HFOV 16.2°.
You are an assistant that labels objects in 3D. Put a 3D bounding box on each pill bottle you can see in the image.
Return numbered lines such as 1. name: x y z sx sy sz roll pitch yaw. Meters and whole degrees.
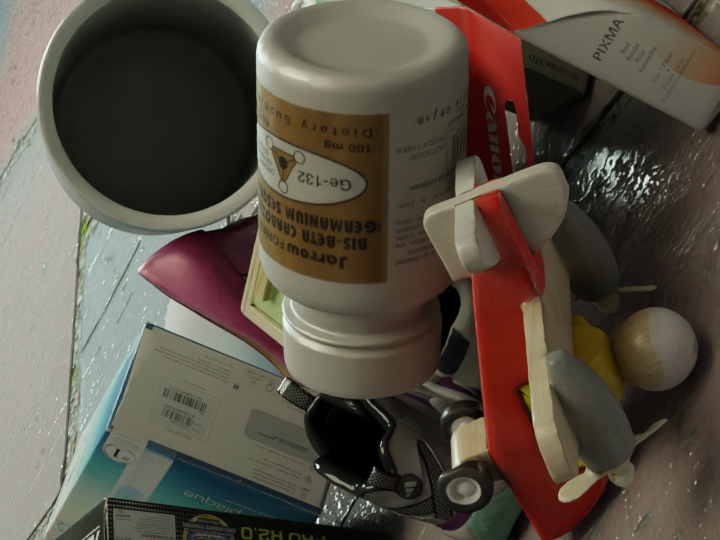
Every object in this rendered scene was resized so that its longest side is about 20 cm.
1. pill bottle: 0.001 -0.037 1.382 0.114 0.114 0.200 -111 18 -60

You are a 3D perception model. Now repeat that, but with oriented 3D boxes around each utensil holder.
1. utensil holder: -0.137 -0.106 1.731 0.200 0.170 0.170 162 128 -83

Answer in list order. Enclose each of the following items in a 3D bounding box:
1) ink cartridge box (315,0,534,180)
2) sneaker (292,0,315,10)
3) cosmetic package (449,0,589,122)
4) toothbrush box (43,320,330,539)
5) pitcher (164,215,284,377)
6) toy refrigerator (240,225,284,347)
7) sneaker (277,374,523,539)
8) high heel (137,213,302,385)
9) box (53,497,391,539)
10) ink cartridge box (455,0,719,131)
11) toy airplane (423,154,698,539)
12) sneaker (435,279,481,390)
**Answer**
1. ink cartridge box: 0.040 -0.085 1.517 0.200 0.050 0.161 -144 42 -62
2. sneaker: -0.018 -0.169 1.845 0.200 0.071 0.073 -60 -18 -11
3. cosmetic package: 0.105 -0.209 1.607 0.073 0.103 0.200 -27 47 62
4. toothbrush box: -0.109 0.133 1.645 0.200 0.146 0.085 127 163 -59
5. pitcher: -0.076 0.078 1.786 0.172 0.121 0.200 57 136 39
6. toy refrigerator: -0.009 -0.046 1.496 0.076 0.070 0.200 38 128 35
7. sneaker: 0.010 0.087 1.505 0.078 0.140 0.200 -67 22 10
8. high heel: -0.068 0.062 1.674 0.067 0.096 0.200 125 122 -79
9. box: -0.102 0.199 1.587 0.160 0.200 0.044 -40 47 50
10. ink cartridge box: 0.103 -0.163 1.433 0.050 0.200 0.162 -57 24 12
11. toy airplane: 0.107 0.031 1.333 0.199 0.141 0.200 71 -162 -73
12. sneaker: 0.057 0.012 1.560 0.073 0.071 0.200 -64 22 13
